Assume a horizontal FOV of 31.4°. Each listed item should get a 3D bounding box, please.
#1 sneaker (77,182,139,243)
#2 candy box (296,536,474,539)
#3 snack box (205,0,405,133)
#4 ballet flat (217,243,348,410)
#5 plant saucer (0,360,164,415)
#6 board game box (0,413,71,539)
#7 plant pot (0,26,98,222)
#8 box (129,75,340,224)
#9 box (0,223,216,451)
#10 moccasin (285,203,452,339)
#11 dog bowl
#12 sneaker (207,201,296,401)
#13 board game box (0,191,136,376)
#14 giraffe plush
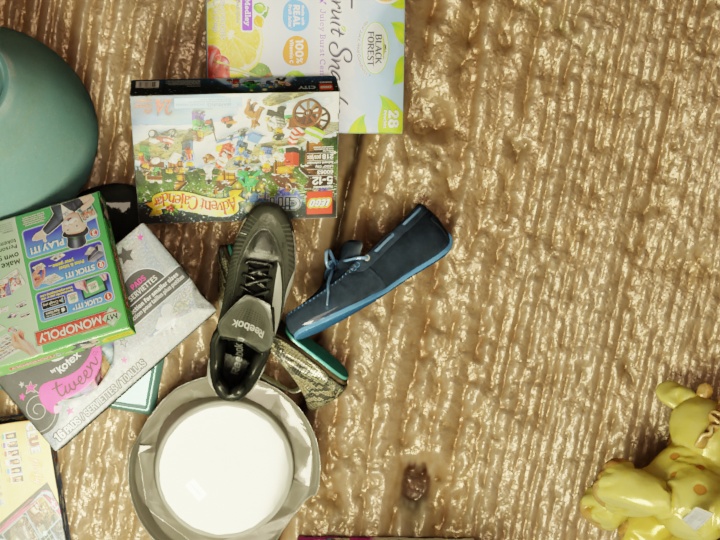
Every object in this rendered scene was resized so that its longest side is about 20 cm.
[{"bbox_3d":[-0.302,-0.026,1.261,0.198,0.088,0.075,-24,98,-5],"label":"sneaker"},{"bbox_3d":[0.034,0.327,1.324,0.197,0.136,0.062,2,99,-7],"label":"candy box"},{"bbox_3d":[-0.056,-0.222,1.275,0.197,0.068,0.172,-1,99,-8],"label":"snack box"},{"bbox_3d":[-0.098,0.068,1.313,0.075,0.068,0.200,-39,104,11],"label":"ballet flat"},{"bbox_3d":[-0.303,0.100,1.312,0.197,0.019,0.071,11,95,-7],"label":"plant saucer"},{"bbox_3d":[-0.371,0.254,1.314,0.133,0.035,0.203,-7,98,-6],"label":"board game box"},{"bbox_3d":[-0.353,-0.145,1.179,0.197,0.135,0.203,0,74,0],"label":"plant pot"},{"bbox_3d":[-0.120,-0.116,1.238,0.197,0.038,0.138,-2,122,-6],"label":"box"},{"bbox_3d":[-0.249,0.061,1.240,0.200,0.132,0.115,-42,93,-7],"label":"box"},{"bbox_3d":[0.000,0.000,1.308,0.199,0.080,0.069,-31,87,-25],"label":"moccasin"},{"bbox_3d":[-0.141,0.201,1.324,0.197,0.059,0.204,-1,97,-7],"label":"dog bowl"},{"bbox_3d":[-0.103,0.037,1.222,0.065,0.091,0.203,14,99,-6],"label":"sneaker"},{"bbox_3d":[-0.315,0.021,1.165,0.197,0.029,0.136,-16,75,0],"label":"board game box"},{"bbox_3d":[0.345,0.206,1.350,0.171,0.200,0.163,32,64,-7],"label":"giraffe plush"}]
